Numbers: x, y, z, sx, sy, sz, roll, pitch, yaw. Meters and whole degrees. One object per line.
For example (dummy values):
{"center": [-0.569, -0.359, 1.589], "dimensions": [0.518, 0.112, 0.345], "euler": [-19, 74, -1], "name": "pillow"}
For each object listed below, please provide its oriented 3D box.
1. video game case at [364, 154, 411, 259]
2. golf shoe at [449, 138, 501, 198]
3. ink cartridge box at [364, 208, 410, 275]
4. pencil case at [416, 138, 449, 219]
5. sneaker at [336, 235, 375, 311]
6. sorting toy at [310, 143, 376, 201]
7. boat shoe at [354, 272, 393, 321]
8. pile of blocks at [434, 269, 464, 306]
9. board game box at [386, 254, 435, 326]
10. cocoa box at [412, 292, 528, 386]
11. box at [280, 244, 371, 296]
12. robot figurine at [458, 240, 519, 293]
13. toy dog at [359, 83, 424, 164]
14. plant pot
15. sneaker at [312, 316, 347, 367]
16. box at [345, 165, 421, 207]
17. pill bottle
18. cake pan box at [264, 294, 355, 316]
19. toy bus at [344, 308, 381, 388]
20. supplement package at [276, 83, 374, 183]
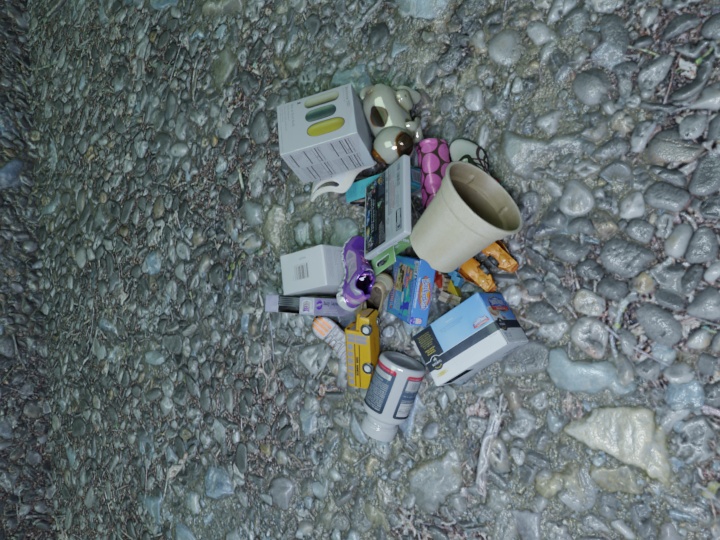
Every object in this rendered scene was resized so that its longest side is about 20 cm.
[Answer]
{"center": [0.063, -0.147, 1.352], "dimensions": [0.182, 0.023, 0.200], "euler": [-32, 52, 55], "name": "video game case"}
{"center": [0.264, -0.240, 1.339], "dimensions": [0.077, 0.088, 0.200], "euler": [-43, 62, 28], "name": "golf shoe"}
{"center": [0.071, -0.090, 1.451], "dimensions": [0.104, 0.059, 0.200], "euler": [-35, 54, 48], "name": "ink cartridge box"}
{"center": [0.181, -0.219, 1.404], "dimensions": [0.091, 0.094, 0.200], "euler": [-2, 82, -3], "name": "pencil case"}
{"center": [0.000, 0.000, 1.418], "dimensions": [0.088, 0.080, 0.200], "euler": [-26, 51, 48], "name": "sneaker"}
{"center": [-0.069, -0.266, 1.537], "dimensions": [0.200, 0.107, 0.180], "euler": [-10, 51, 36], "name": "sorting toy"}
{"center": [0.022, 0.092, 1.471], "dimensions": [0.071, 0.065, 0.200], "euler": [28, 130, 9], "name": "boat shoe"}
{"center": [0.197, -0.005, 1.386], "dimensions": [0.082, 0.062, 0.200], "euler": [-39, 66, 28], "name": "pile of blocks"}
{"center": [0.120, 0.043, 1.381], "dimensions": [0.200, 0.045, 0.152], "euler": [-157, 75, -76], "name": "board game box"}
{"center": [0.247, 0.154, 1.292], "dimensions": [0.200, 0.133, 0.131], "euler": [-39, 65, 28], "name": "cocoa box"}
{"center": [-0.087, 0.004, 1.511], "dimensions": [0.152, 0.200, 0.106], "euler": [-14, 79, 36], "name": "box"}
{"center": [0.262, -0.044, 1.331], "dimensions": [0.145, 0.058, 0.200], "euler": [-45, 61, 6], "name": "robot figurine"}
{"center": [0.082, -0.360, 1.423], "dimensions": [0.139, 0.194, 0.200], "euler": [-18, 67, 25], "name": "toy dog"}
{"center": [0.211, -0.100, 1.228], "dimensions": [0.184, 0.200, 0.201], "euler": [-49, 60, 37], "name": "plant pot"}
{"center": [-0.048, 0.190, 1.552], "dimensions": [0.078, 0.112, 0.200], "euler": [-42, 95, 1], "name": "sneaker"}
{"center": [0.062, -0.219, 1.490], "dimensions": [0.200, 0.082, 0.049], "euler": [-14, 79, 36], "name": "box"}
{"center": [0.074, 0.314, 1.419], "dimensions": [0.120, 0.120, 0.200], "euler": [27, 102, 35], "name": "pill bottle"}
{"center": [-0.131, 0.095, 1.539], "dimensions": [0.184, 0.200, 0.052], "euler": [-1, 86, 39], "name": "cake pan box"}
{"center": [0.007, 0.196, 1.442], "dimensions": [0.078, 0.065, 0.200], "euler": [7, 112, 24], "name": "toy bus"}
{"center": [-0.086, -0.341, 1.435], "dimensions": [0.200, 0.151, 0.152], "euler": [-13, 67, 14], "name": "supplement package"}
